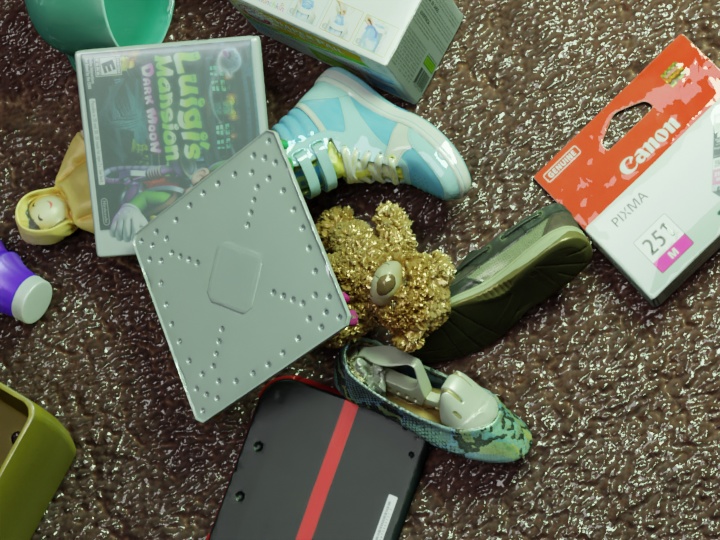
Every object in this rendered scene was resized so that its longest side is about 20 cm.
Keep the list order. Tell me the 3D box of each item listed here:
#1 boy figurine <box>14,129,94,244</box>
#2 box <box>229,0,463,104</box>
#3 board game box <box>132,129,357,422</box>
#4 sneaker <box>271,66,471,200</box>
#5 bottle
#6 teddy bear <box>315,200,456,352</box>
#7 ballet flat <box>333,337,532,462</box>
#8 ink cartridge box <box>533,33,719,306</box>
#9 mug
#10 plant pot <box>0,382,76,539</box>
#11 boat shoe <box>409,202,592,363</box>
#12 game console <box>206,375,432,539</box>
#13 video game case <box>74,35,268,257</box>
[{"bbox_3d":[-0.261,-0.093,1.624,0.198,0.064,0.125,-27,73,6],"label":"boy figurine"},{"bbox_3d":[-0.019,-0.259,1.560,0.199,0.112,0.102,27,86,23],"label":"box"},{"bbox_3d":[-0.109,0.007,1.486,0.199,0.026,0.202,-34,67,29],"label":"board game box"},{"bbox_3d":[-0.002,-0.097,1.514,0.199,0.080,0.130,35,64,30],"label":"sneaker"},{"bbox_3d":[-0.404,-0.008,1.647,0.198,0.065,0.084,25,86,21],"label":"bottle"},{"bbox_3d":[0.000,0.000,1.480,0.144,0.067,0.200,-36,39,-1],"label":"teddy bear"},{"bbox_3d":[0.062,0.113,1.459,0.198,0.074,0.075,19,83,18],"label":"ballet flat"},{"bbox_3d":[0.279,-0.098,1.464,0.200,0.044,0.174,-44,70,4],"label":"ink cartridge box"},{"bbox_3d":[-0.273,-0.276,1.623,0.113,0.152,0.187,6,79,22],"label":"mug"},{"bbox_3d":[-0.388,0.185,1.536,0.199,0.176,0.202,27,86,21],"label":"plant pot"},{"bbox_3d":[0.120,0.011,1.478,0.200,0.072,0.066,-35,43,20],"label":"boat shoe"},{"bbox_3d":[-0.040,0.211,1.501,0.175,0.031,0.202,18,84,16],"label":"game console"},{"bbox_3d":[-0.177,-0.119,1.564,0.179,0.023,0.203,-4,100,4],"label":"video game case"}]
